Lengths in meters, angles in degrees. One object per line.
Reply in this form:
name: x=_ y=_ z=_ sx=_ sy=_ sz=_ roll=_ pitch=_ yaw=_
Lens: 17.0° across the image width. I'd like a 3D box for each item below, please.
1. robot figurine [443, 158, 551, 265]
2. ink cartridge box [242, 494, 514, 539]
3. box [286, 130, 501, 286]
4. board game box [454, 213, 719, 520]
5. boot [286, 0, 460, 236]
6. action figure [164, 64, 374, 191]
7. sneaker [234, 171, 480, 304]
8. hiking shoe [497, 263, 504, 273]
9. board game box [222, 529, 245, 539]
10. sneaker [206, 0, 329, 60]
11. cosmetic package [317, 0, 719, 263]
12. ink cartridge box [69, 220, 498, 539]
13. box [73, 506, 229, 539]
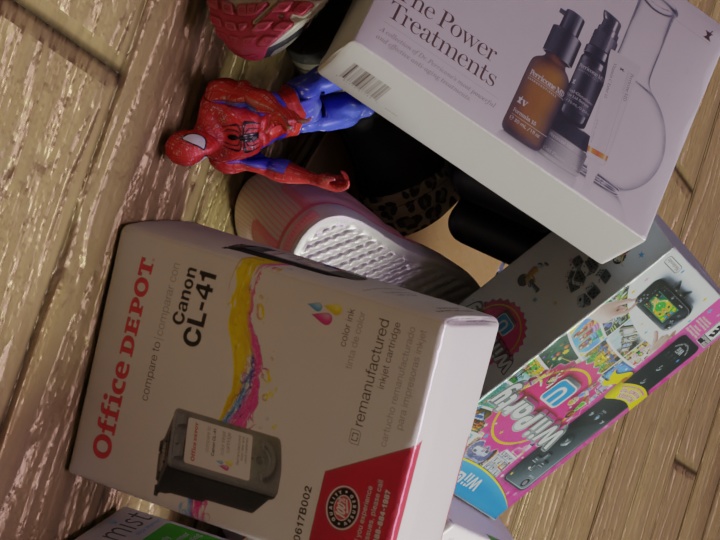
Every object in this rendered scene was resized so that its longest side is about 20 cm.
robot figurine: x=0.130 y=-0.090 z=1.465 sx=0.125 sy=0.150 sz=0.200 roll=47 pitch=54 yaw=-16
ink cartridge box: x=-0.015 y=0.199 z=1.485 sx=0.200 sy=0.084 sz=0.145 roll=-40 pitch=155 yaw=9
box: x=0.033 y=-0.048 z=1.566 sx=0.201 sy=0.021 sz=0.164 roll=58 pitch=46 yaw=-35
board game box: x=0.115 y=0.050 z=1.435 sx=0.200 sy=0.064 sz=0.147 roll=-39 pitch=150 yaw=9
boot: x=0.040 y=-0.133 z=1.498 sx=0.204 sy=0.073 sz=0.155 roll=-47 pitch=130 yaw=-36
action figure: x=-0.012 y=-0.087 z=1.346 sx=0.199 sy=0.099 sz=0.066 roll=-21 pitch=125 yaw=-28
sneaker: x=0.000 y=0.000 z=1.459 sx=0.076 sy=0.105 sz=0.200 roll=-53 pitch=133 yaw=0
hiking shoe: x=0.086 y=-0.082 z=1.728 sx=0.201 sy=0.074 sz=0.087 roll=98 pitch=12 yaw=-45
board game box: x=-0.027 y=0.111 z=1.596 sx=0.200 sy=0.041 sz=0.201 roll=74 pitch=37 yaw=-53
sneaker: x=-0.020 y=-0.193 z=1.345 sx=0.075 sy=0.080 sz=0.201 roll=79 pitch=33 yaw=-54
cosmetic package: x=0.093 y=-0.122 z=1.332 sx=0.052 sy=0.199 sz=0.152 roll=-33 pitch=-152 yaw=57
ink cartridge box: x=-0.043 y=0.069 z=1.302 sx=0.086 sy=0.199 sz=0.149 roll=-1 pitch=105 yaw=-68
box: x=-0.105 y=0.223 z=1.285 sx=0.200 sy=0.175 sz=0.097 roll=-30 pitch=132 yaw=-61
